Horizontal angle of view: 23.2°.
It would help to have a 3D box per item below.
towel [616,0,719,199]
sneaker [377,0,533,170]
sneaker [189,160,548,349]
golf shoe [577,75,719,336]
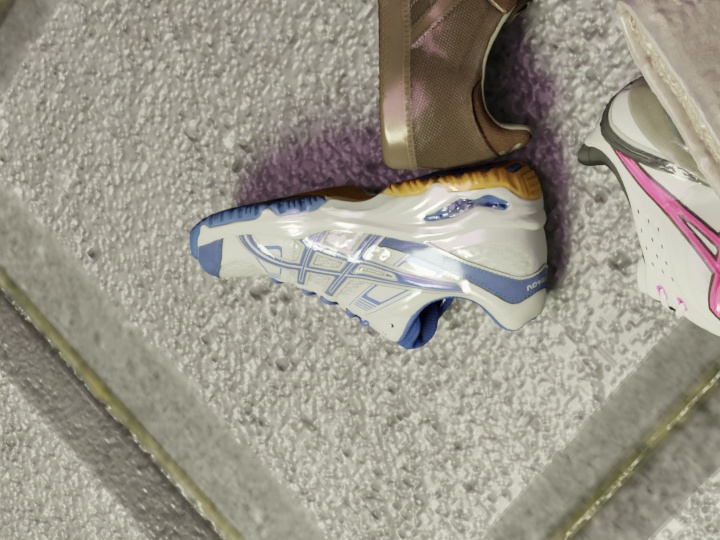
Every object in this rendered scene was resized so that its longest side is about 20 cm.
[{"bbox_3d":[0.211,-0.058,0.735,0.132,0.034,0.200,-28,81,-13],"label":"towel"},{"bbox_3d":[0.045,-0.149,0.845,0.075,0.070,0.200,-1,96,1],"label":"sneaker"},{"bbox_3d":[0.000,0.000,0.888,0.200,0.075,0.088,-5,99,32],"label":"sneaker"},{"bbox_3d":[0.175,-0.001,0.791,0.092,0.073,0.200,-39,71,36],"label":"golf shoe"}]
